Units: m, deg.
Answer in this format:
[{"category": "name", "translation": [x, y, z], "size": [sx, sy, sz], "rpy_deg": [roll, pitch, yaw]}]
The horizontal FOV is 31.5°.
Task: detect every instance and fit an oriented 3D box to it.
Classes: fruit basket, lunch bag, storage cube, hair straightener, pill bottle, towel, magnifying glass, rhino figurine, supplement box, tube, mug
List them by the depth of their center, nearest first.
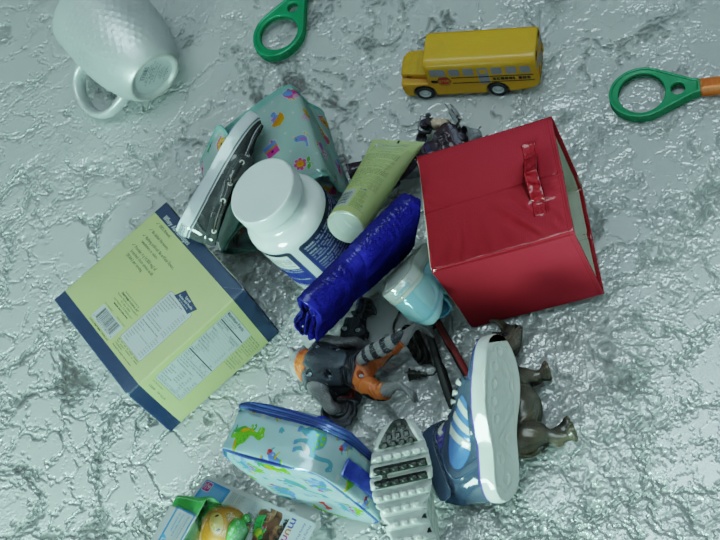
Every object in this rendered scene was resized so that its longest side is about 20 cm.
[{"category": "lunch bag", "translation": [-0.054, 0.228, 1.511], "size": [0.160, 0.200, 0.083], "rpy_deg": [10, 68, 32]}, {"category": "fruit basket", "translation": [-0.170, 0.351, 1.533], "size": [0.199, 0.094, 0.186], "rpy_deg": [13, 66, 45]}, {"category": "rhino figurine", "translation": [0.192, 0.140, 1.562], "size": [0.087, 0.060, 0.201], "rpy_deg": [-22, 57, 4]}, {"category": "storage cube", "translation": [0.186, -0.058, 1.591], "size": [0.179, 0.200, 0.172], "rpy_deg": [-16, 60, 17]}, {"category": "towel", "translation": [0.000, 0.000, 1.594], "size": [0.050, 0.148, 0.200], "rpy_deg": [42, 75, 7]}, {"category": "hair straightener", "translation": [0.085, 0.105, 1.625], "size": [0.077, 0.041, 0.201], "rpy_deg": [-28, 58, 2]}, {"category": "pill bottle", "translation": [-0.076, -0.054, 1.660], "size": [0.115, 0.200, 0.116], "rpy_deg": [-15, 56, 24]}, {"category": "tube", "translation": [0.018, -0.114, 1.661], "size": [0.058, 0.052, 0.200], "rpy_deg": [35, 45, -6]}, {"category": "supplement box", "translation": [-0.257, 0.061, 1.706], "size": [0.200, 0.134, 0.200], "rpy_deg": [-41, 58, -6]}, {"category": "magnifying glass", "translation": [0.433, -0.241, 1.709], "size": [0.199, 0.022, 0.080], "rpy_deg": [-6, 61, 17]}, {"category": "lunch bag", "translation": [-0.132, -0.132, 1.779], "size": [0.199, 0.122, 0.171], "rpy_deg": [-28, 60, 16]}, {"category": "mug", "translation": [-0.376, -0.327, 1.961], "size": [0.175, 0.147, 0.200], "rpy_deg": [46, 114, 24]}, {"category": "magnifying glass", "translation": [-0.099, -0.407, 1.964], "size": [0.079, 0.022, 0.201], "rpy_deg": [19, 73, 26]}]

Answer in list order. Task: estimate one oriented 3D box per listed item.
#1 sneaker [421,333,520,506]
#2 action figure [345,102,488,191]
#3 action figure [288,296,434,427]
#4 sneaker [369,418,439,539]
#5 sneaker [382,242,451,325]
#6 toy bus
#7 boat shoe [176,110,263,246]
[{"category": "sneaker", "translation": [0.112, 0.178, 1.520], "size": [0.146, 0.080, 0.202], "rpy_deg": [-4, 88, 41]}, {"category": "action figure", "translation": [0.081, -0.154, 1.753], "size": [0.199, 0.070, 0.131], "rpy_deg": [-20, 52, 3]}, {"category": "action figure", "translation": [-0.007, 0.097, 1.618], "size": [0.192, 0.105, 0.201], "rpy_deg": [-10, 55, 28]}, {"category": "sneaker", "translation": [0.056, 0.272, 1.487], "size": [0.075, 0.081, 0.202], "rpy_deg": [-7, 89, 9]}, {"category": "sneaker", "translation": [0.077, 0.027, 1.613], "size": [0.074, 0.200, 0.082], "rpy_deg": [-41, 95, 17]}, {"category": "toy bus", "translation": [0.154, -0.292, 1.791], "size": [0.199, 0.078, 0.065], "rpy_deg": [0, 63, 18]}, {"category": "boat shoe", "translation": [-0.169, -0.118, 1.683], "size": [0.066, 0.070, 0.201], "rpy_deg": [28, 63, -1]}]
